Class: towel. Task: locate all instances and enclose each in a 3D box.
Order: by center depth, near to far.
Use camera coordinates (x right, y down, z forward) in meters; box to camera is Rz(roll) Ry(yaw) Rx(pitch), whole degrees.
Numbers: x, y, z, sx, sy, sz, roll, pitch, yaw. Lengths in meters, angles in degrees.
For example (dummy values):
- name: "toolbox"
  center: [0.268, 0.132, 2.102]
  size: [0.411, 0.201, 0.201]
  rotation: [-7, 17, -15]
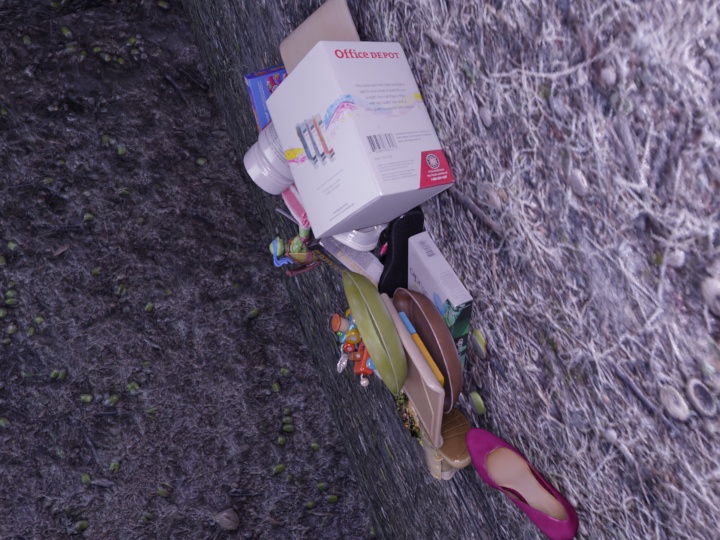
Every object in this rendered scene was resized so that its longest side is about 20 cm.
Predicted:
- name: "towel"
  center: [-0.066, -0.188, 1.154]
  size: [0.030, 0.201, 0.147]
  rotation: [30, -166, -36]

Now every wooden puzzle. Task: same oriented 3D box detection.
- name: "wooden puzzle"
  center: [0.085, 0.153, 0.991]
  size: [0.201, 0.037, 0.186]
  rotation: [79, 165, -51]

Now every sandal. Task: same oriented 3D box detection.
- name: "sandal"
  center: [0.062, -0.032, 1.026]
  size: [0.045, 0.074, 0.202]
  rotation: [56, 154, 37]

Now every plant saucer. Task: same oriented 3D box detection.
- name: "plant saucer"
  center: [0.025, 0.088, 0.968]
  size: [0.200, 0.031, 0.202]
  rotation: [156, 91, -81]
- name: "plant saucer"
  center: [0.105, 0.117, 0.986]
  size: [0.200, 0.034, 0.203]
  rotation: [159, 91, -76]

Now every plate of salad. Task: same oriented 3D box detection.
- name: "plate of salad"
  center: [0.112, 0.306, 1.356]
  size: [0.200, 0.047, 0.203]
  rotation: [160, 91, -77]

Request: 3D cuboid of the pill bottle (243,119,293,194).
- name: "pill bottle"
  center: [-0.103, -0.227, 1.104]
  size: [0.113, 0.199, 0.114]
  rotation: [37, -149, -27]

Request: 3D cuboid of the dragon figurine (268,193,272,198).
- name: "dragon figurine"
  center: [-0.130, -0.239, 1.342]
  size: [0.100, 0.198, 0.059]
  rotation: [51, -162, -35]

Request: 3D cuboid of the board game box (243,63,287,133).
- name: "board game box"
  center: [-0.153, -0.326, 1.354]
  size: [0.045, 0.133, 0.202]
  rotation: [-130, 24, -54]

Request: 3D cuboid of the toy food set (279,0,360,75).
- name: "toy food set"
  center: [-0.034, -0.299, 0.970]
  size: [0.142, 0.060, 0.203]
  rotation: [-24, 82, 38]

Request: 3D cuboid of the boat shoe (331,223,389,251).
- name: "boat shoe"
  center: [0.012, -0.086, 0.964]
  size: [0.074, 0.202, 0.065]
  rotation: [27, 117, 11]

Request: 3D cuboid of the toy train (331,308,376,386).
- name: "toy train"
  center: [-0.016, 0.128, 1.175]
  size: [0.200, 0.055, 0.152]
  rotation: [-18, 55, 68]

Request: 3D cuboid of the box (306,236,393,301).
- name: "box"
  center: [0.000, 0.000, 1.167]
  size: [0.199, 0.049, 0.158]
  rotation: [40, 172, -10]

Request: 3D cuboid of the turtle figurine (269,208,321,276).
- name: "turtle figurine"
  center: [-0.088, -0.088, 1.343]
  size: [0.145, 0.191, 0.202]
  rotation: [111, 164, -49]

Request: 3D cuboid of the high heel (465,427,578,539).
- name: "high heel"
  center: [0.208, 0.268, 0.847]
  size: [0.200, 0.067, 0.097]
  rotation: [42, 162, 37]

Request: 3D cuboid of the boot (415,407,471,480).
- name: "boot"
  center: [0.153, 0.318, 1.143]
  size: [0.200, 0.072, 0.157]
  rotation: [-130, 24, -61]

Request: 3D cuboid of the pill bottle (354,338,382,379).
- name: "pill bottle"
  center: [0.044, 0.141, 1.255]
  size: [0.200, 0.110, 0.113]
  rotation: [-154, 46, -72]

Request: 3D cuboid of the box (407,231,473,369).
- name: "box"
  center: [0.118, 0.059, 0.997]
  size: [0.201, 0.036, 0.145]
  rotation: [84, 162, -50]

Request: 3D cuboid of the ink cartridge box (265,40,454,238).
- name: "ink cartridge box"
  center: [-0.003, -0.169, 0.829]
  size: [0.144, 0.144, 0.203]
  rotation: [-27, 81, 48]
